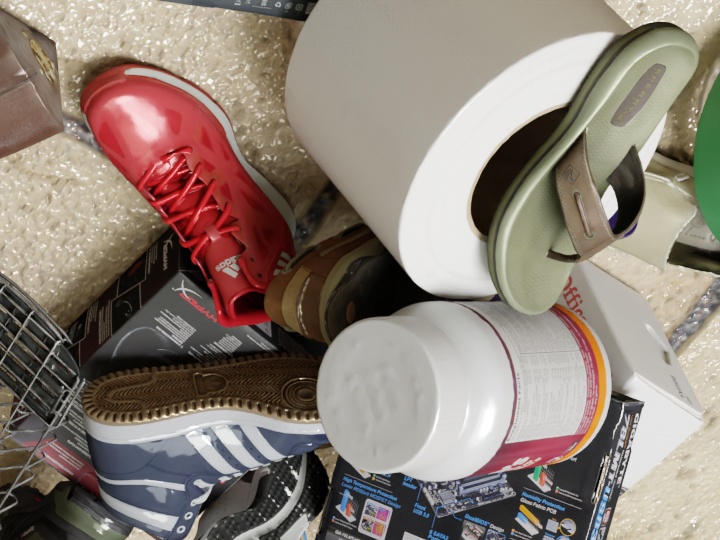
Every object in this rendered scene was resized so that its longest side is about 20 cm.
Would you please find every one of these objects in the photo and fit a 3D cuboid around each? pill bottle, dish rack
[{"bbox_3d":[0.066,0.074,1.195,0.199,0.110,0.110,0,135,-54],"label":"pill bottle"},{"bbox_3d":[-0.266,0.095,1.289,0.201,0.153,0.054,-56,163,18],"label":"dish rack"}]

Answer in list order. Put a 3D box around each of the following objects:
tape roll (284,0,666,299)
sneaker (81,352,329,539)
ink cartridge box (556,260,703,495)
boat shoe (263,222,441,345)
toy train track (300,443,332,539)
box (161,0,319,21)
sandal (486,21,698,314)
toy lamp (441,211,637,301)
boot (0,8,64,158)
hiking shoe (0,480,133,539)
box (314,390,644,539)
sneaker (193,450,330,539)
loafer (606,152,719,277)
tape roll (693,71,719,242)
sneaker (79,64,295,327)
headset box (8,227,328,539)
[{"bbox_3d":[0.071,-0.102,1.183,0.201,0.139,0.204,-24,143,-20],"label":"tape roll"},{"bbox_3d":[-0.084,0.120,1.282,0.198,0.070,0.109,-2,124,-7],"label":"sneaker"},{"bbox_3d":[0.136,0.110,1.408,0.084,0.145,0.200,31,114,-34],"label":"ink cartridge box"},{"bbox_3d":[0.000,0.000,1.260,0.073,0.200,0.077,7,102,22],"label":"boat shoe"},{"bbox_3d":[-0.065,0.159,1.453,0.113,0.033,0.202,-10,120,7],"label":"toy train track"},{"bbox_3d":[-0.059,-0.231,1.137,0.198,0.051,0.159,4,129,-20],"label":"box"},{"bbox_3d":[0.139,-0.052,1.128,0.079,0.057,0.202,0,130,-43],"label":"sandal"},{"bbox_3d":[0.110,-0.005,1.330,0.058,0.059,0.200,21,144,-29],"label":"toy lamp"},{"bbox_3d":[-0.254,-0.053,1.207,0.199,0.064,0.187,-30,118,4],"label":"boot"},{"bbox_3d":[-0.240,0.209,1.363,0.076,0.101,0.200,38,152,-17],"label":"hiking shoe"},{"bbox_3d":[0.076,0.155,1.331,0.050,0.198,0.200,8,98,-63],"label":"box"},{"bbox_3d":[-0.085,0.197,1.346,0.080,0.200,0.074,-34,99,30],"label":"sneaker"},{"bbox_3d":[0.203,-0.042,1.355,0.198,0.069,0.076,8,125,-22],"label":"loafer"},{"bbox_3d":[0.325,-0.088,1.326,0.199,0.048,0.202,-10,113,-23],"label":"tape roll"},{"bbox_3d":[-0.099,-0.042,1.237,0.078,0.116,0.200,-38,128,16],"label":"sneaker"},{"bbox_3d":[-0.139,0.087,1.341,0.148,0.075,0.200,38,110,-24],"label":"headset box"}]
